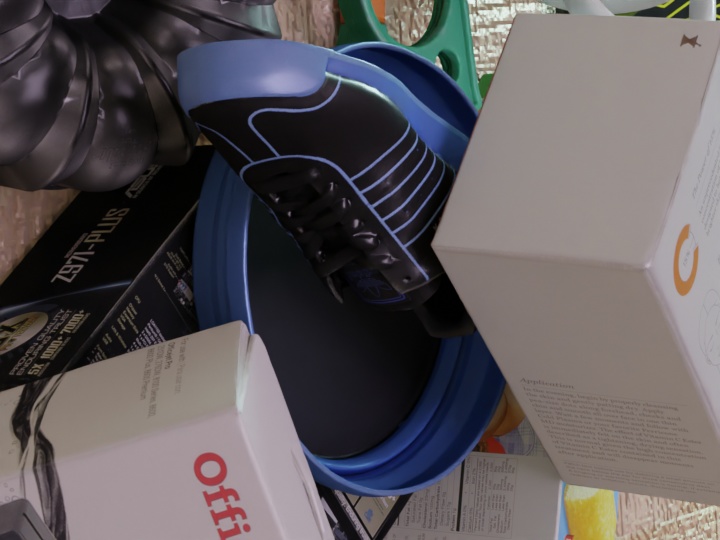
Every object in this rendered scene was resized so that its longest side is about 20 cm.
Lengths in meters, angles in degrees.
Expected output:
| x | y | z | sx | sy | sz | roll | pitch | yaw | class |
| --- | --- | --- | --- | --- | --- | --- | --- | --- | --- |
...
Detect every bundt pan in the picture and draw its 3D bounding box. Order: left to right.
| x | y | z | sx | sy | sz | roll | pitch | yaw | class |
| --- | --- | --- | --- | --- | --- | --- | --- | --- | --- |
| -0.112 | -0.122 | 0.942 | 0.201 | 0.076 | 0.203 | -11 | 110 | -30 | bundt pan |

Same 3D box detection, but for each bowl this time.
| x | y | z | sx | sy | sz | roll | pitch | yaw | class |
| --- | --- | --- | --- | --- | --- | --- | --- | --- | --- |
| 0.000 | 0.000 | 1.028 | 0.200 | 0.039 | 0.202 | 3 | 86 | -52 | bowl |

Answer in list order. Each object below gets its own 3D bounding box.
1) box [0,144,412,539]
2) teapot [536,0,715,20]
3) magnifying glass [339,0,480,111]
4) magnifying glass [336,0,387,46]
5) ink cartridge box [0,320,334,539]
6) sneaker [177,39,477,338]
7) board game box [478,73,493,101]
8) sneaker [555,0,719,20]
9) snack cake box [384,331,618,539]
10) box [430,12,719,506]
| x | y | z | sx | sy | sz | roll | pitch | yaw | class |
| --- | --- | --- | --- | --- | --- | --- | --- | --- | --- |
| -0.077 | 0.071 | 1.029 | 0.164 | 0.086 | 0.200 | -54 | 128 | -35 | box |
| 0.103 | -0.215 | 1.174 | 0.146 | 0.200 | 0.198 | -16 | 113 | -41 | teapot |
| 0.044 | -0.096 | 1.177 | 0.080 | 0.022 | 0.201 | -46 | 121 | -39 | magnifying glass |
| 0.002 | -0.105 | 1.177 | 0.079 | 0.022 | 0.201 | -3 | 91 | -50 | magnifying glass |
| -0.114 | 0.123 | 0.894 | 0.084 | 0.199 | 0.145 | -92 | 164 | -68 | ink cartridge box |
| -0.003 | -0.031 | 0.939 | 0.200 | 0.070 | 0.078 | 24 | 63 | -49 | sneaker |
| 0.069 | 0.010 | 1.250 | 0.135 | 0.029 | 0.200 | 52 | 53 | -35 | board game box |
| 0.204 | -0.151 | 1.308 | 0.074 | 0.199 | 0.085 | -142 | -142 | -87 | sneaker |
| 0.065 | 0.072 | 1.132 | 0.067 | 0.115 | 0.201 | 15 | 79 | -57 | snack cake box |
| 0.121 | -0.001 | 1.001 | 0.200 | 0.097 | 0.125 | 59 | 44 | -50 | box |
